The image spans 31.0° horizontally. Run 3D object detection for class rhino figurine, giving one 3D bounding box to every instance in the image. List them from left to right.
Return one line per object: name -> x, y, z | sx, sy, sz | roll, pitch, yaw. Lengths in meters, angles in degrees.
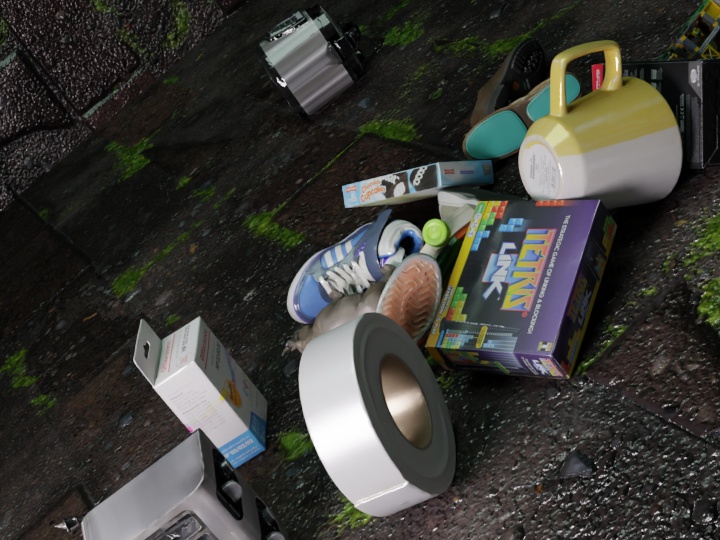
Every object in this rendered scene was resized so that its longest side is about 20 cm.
rhino figurine -> -0.030, 0.070, 1.732 | 0.199, 0.060, 0.088 | -28, 27, 25

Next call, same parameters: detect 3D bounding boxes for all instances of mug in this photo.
mug -> 0.261, -0.151, 1.515 | 0.152, 0.189, 0.149 | -18, -11, -25

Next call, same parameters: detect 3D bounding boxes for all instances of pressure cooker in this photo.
pressure cooker -> -0.086, -0.418, 2.539 | 0.199, 0.179, 0.177 | -35, 63, 4

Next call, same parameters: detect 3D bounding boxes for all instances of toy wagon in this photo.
toy wagon -> 0.093, 0.008, 1.590 | 0.201, 0.039, 0.155 | -57, -25, 14

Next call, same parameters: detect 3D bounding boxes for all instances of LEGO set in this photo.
LEGO set -> 0.462, -0.277, 1.658 | 0.200, 0.116, 0.154 | -49, -3, -33

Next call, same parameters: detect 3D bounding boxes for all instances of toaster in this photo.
toaster -> -0.191, 0.301, 1.391 | 0.199, 0.182, 0.119 | -36, 25, 0

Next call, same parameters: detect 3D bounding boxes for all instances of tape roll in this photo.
tape roll -> 0.020, 0.149, 1.349 | 0.070, 0.203, 0.203 | -25, 27, 23

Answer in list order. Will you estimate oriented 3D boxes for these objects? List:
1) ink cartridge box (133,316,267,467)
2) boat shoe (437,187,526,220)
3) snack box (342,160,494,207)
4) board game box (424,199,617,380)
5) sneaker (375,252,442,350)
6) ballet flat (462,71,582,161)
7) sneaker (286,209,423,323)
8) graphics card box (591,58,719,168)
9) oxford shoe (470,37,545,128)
ink cartridge box -> -0.201, 0.144, 1.659 | 0.067, 0.201, 0.116 | -31, 25, 12
boat shoe -> 0.165, -0.067, 1.712 | 0.074, 0.066, 0.201 | -5, 13, -29
snack box -> 0.082, -0.124, 1.876 | 0.115, 0.038, 0.199 | -6, -2, -44
board game box -> 0.180, 0.017, 1.450 | 0.164, 0.057, 0.202 | 0, 57, 39
sneaker -> 0.046, 0.066, 1.519 | 0.080, 0.070, 0.202 | -85, 11, -71
ballet flat -> 0.233, -0.220, 1.891 | 0.199, 0.068, 0.072 | -37, 3, -1
sneaker -> 0.000, 0.000, 1.785 | 0.200, 0.081, 0.146 | -41, 20, -21
graphics card box -> 0.362, -0.191, 1.576 | 0.050, 0.127, 0.199 | -7, 9, -27
oxford shoe -> 0.223, -0.288, 2.006 | 0.084, 0.073, 0.201 | -12, 34, 48
